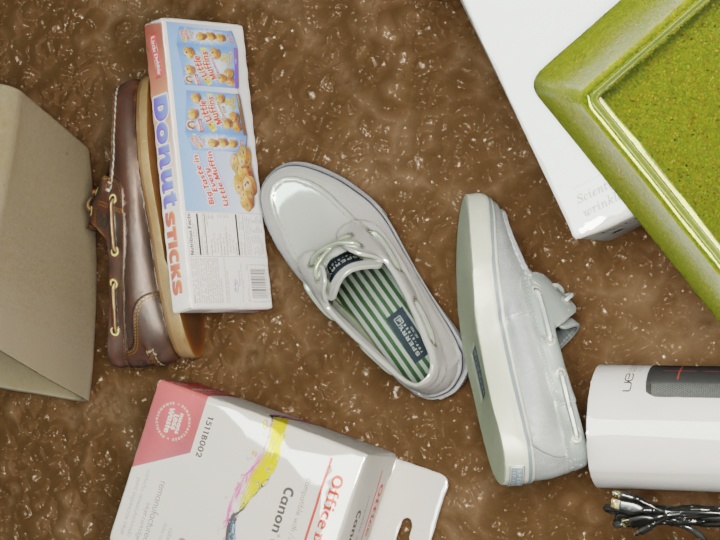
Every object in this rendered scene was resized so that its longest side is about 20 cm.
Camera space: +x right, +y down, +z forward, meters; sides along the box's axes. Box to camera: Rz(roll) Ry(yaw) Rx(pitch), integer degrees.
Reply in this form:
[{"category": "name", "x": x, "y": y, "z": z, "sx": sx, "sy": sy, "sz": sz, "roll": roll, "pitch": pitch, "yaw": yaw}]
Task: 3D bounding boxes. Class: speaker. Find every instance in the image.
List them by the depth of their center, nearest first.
[{"category": "speaker", "x": 0.242, "y": 0.100, "z": 1.410, "sx": 0.199, "sy": 0.081, "sz": 0.082, "roll": 0, "pitch": 85, "yaw": 20}]

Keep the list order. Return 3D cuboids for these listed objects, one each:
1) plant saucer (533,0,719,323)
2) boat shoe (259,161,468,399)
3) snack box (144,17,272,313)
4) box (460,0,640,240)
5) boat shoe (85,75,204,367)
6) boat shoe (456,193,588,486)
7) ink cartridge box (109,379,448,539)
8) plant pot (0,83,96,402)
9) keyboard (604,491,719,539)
[{"category": "plant saucer", "x": 0.223, "y": -0.092, "z": 1.300, "sx": 0.200, "sy": 0.048, "sz": 0.200, "roll": -41, "pitch": 84, "yaw": 23}, {"category": "boat shoe", "x": 0.000, "y": 0.000, "z": 1.509, "sx": 0.074, "sy": 0.067, "sz": 0.200, "roll": -47, "pitch": 73, "yaw": 9}, {"category": "snack box", "x": -0.104, "y": -0.071, "z": 1.549, "sx": 0.024, "sy": 0.072, "sz": 0.201, "roll": -15, "pitch": 78, "yaw": 48}, {"category": "box", "x": 0.188, "y": -0.147, "z": 1.417, "sx": 0.198, "sy": 0.131, "sz": 0.201, "roll": -26, "pitch": 82, "yaw": 15}, {"category": "boat shoe", "x": -0.157, "y": -0.033, "z": 1.564, "sx": 0.070, "sy": 0.070, "sz": 0.201, "roll": -8, "pitch": 82, "yaw": 16}, {"category": "boat shoe", "x": 0.106, "y": 0.042, "z": 1.468, "sx": 0.071, "sy": 0.070, "sz": 0.202, "roll": -5, "pitch": 66, "yaw": -9}, {"category": "ink cartridge box", "x": -0.054, "y": 0.158, "z": 1.512, "sx": 0.199, "sy": 0.067, "sz": 0.117, "roll": 17, "pitch": 91, "yaw": 20}, {"category": "plant pot", "x": -0.290, "y": -0.031, "z": 1.556, "sx": 0.199, "sy": 0.200, "sz": 0.178, "roll": 8, "pitch": 76, "yaw": 19}, {"category": "keyboard", "x": 0.218, "y": 0.190, "z": 1.408, "sx": 0.199, "sy": 0.021, "sz": 0.128, "roll": -1, "pitch": 119, "yaw": 18}]
